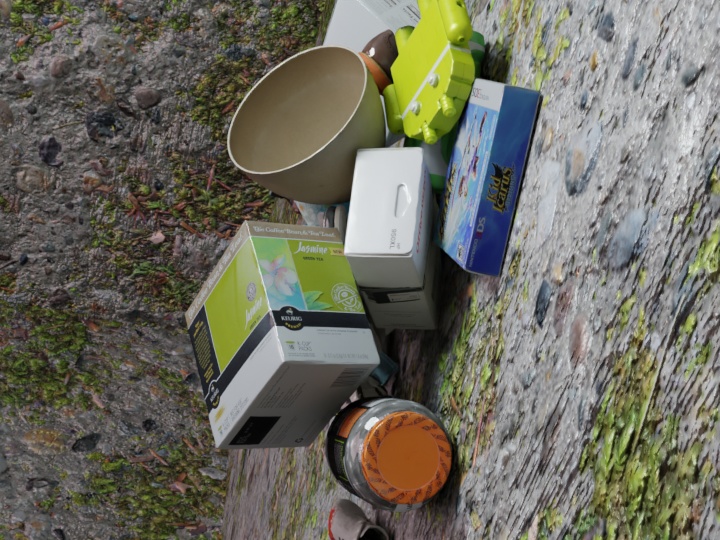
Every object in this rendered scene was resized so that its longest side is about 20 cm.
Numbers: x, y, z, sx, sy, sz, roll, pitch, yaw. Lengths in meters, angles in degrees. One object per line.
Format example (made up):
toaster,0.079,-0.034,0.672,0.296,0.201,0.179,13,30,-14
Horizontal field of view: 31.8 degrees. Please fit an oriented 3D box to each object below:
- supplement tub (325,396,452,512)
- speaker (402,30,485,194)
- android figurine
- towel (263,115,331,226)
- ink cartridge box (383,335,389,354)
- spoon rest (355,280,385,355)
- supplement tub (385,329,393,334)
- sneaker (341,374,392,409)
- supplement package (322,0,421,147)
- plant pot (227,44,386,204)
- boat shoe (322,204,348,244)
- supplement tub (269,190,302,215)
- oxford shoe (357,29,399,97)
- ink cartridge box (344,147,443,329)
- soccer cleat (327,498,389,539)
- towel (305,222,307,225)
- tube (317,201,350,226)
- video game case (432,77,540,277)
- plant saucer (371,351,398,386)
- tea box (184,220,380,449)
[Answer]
supplement tub,0.032,0.205,1.425,0.200,0.122,0.123,162,119,-79
speaker,0.101,-0.201,1.582,0.088,0.088,0.201,-175,96,-80
android figurine,0.081,-0.237,1.495,0.182,0.041,0.201,-53,33,43
towel,-0.043,-0.156,1.717,0.048,0.172,0.200,-25,8,40
ink cartridge box,-0.032,0.073,1.865,0.076,0.147,0.201,102,174,-54
spoon rest,0.004,0.052,1.610,0.100,0.060,0.201,-72,-10,-55
supplement tub,0.000,0.000,1.741,0.200,0.143,0.145,-91,15,-66
sneaker,-0.018,0.173,1.708,0.085,0.074,0.200,-51,53,25
supplement package,0.038,-0.299,1.767,0.111,0.156,0.200,-34,-19,-33
plant pot,-0.045,-0.160,1.566,0.199,0.135,0.201,-21,46,23
boat shoe,-0.052,0.006,1.594,0.073,0.061,0.201,-67,-14,-57
supplement tub,-0.037,-0.126,1.951,0.107,0.199,0.108,-165,90,-82
oxford shoe,0.070,-0.227,1.641,0.073,0.200,0.071,-48,41,-5
ink cartridge box,0.045,-0.036,1.517,0.200,0.084,0.146,67,-154,-60
soccer cleat,0.004,0.348,1.627,0.200,0.068,0.086,-105,36,-62
towel,-0.003,-0.073,1.881,0.200,0.146,0.022,115,180,-53
tube,0.037,-0.099,1.657,0.051,0.199,0.077,56,157,6
video game case,0.135,-0.109,1.402,0.181,0.045,0.201,-121,43,-77
plant saucer,-0.037,0.096,1.780,0.070,0.200,0.019,-45,-20,-6
tea box,-0.098,0.078,1.498,0.200,0.133,0.198,-51,47,43
